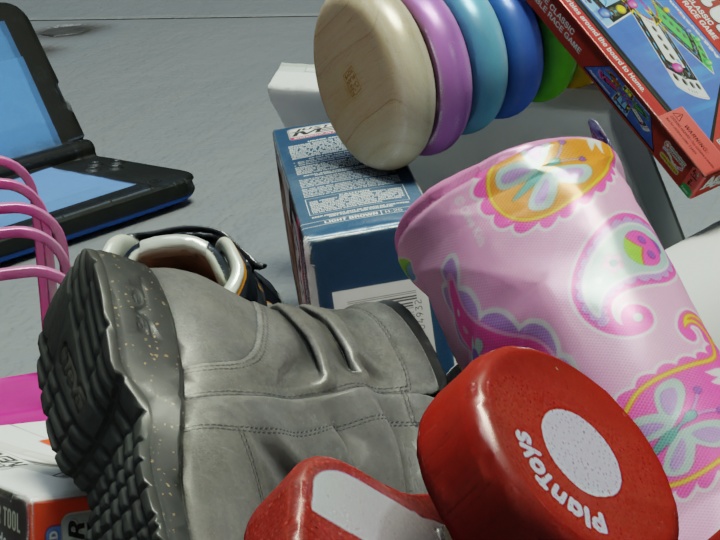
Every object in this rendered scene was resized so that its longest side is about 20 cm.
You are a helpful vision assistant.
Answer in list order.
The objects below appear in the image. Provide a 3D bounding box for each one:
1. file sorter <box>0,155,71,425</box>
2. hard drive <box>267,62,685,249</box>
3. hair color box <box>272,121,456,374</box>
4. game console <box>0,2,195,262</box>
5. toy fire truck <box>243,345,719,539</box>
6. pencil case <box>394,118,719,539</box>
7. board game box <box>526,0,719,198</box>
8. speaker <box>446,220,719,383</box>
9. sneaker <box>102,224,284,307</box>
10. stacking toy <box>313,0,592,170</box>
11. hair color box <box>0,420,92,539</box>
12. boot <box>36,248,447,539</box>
[{"bbox_3d":[-0.183,0.036,0.874,0.138,0.126,0.200,-8,17,-13],"label":"file sorter"},{"bbox_3d":[0.061,-0.049,1.094,0.199,0.132,0.026,7,53,33],"label":"hard drive"},{"bbox_3d":[0.000,0.000,0.986,0.060,0.101,0.200,-9,17,-3],"label":"hair color box"},{"bbox_3d":[-0.228,-0.086,1.294,0.170,0.119,0.199,11,23,42],"label":"game console"},{"bbox_3d":[0.049,0.130,0.490,0.199,0.112,0.168,34,33,-21],"label":"toy fire truck"},{"bbox_3d":[0.082,0.053,0.654,0.087,0.088,0.201,-12,58,-22],"label":"pencil case"},{"bbox_3d":[0.125,-0.126,0.954,0.103,0.019,0.200,-22,65,-35],"label":"board game box"},{"bbox_3d":[0.117,0.040,0.861,0.081,0.082,0.200,9,22,37],"label":"speaker"},{"bbox_3d":[-0.078,0.013,1.005,0.078,0.080,0.200,-4,16,4],"label":"sneaker"},{"bbox_3d":[0.081,-0.110,0.985,0.199,0.086,0.085,-17,21,-28],"label":"stacking toy"},{"bbox_3d":[-0.044,0.085,0.725,0.199,0.064,0.111,-3,8,-32],"label":"hair color box"},{"bbox_3d":[-0.016,0.080,0.614,0.131,0.070,0.201,11,52,-29],"label":"boot"}]
